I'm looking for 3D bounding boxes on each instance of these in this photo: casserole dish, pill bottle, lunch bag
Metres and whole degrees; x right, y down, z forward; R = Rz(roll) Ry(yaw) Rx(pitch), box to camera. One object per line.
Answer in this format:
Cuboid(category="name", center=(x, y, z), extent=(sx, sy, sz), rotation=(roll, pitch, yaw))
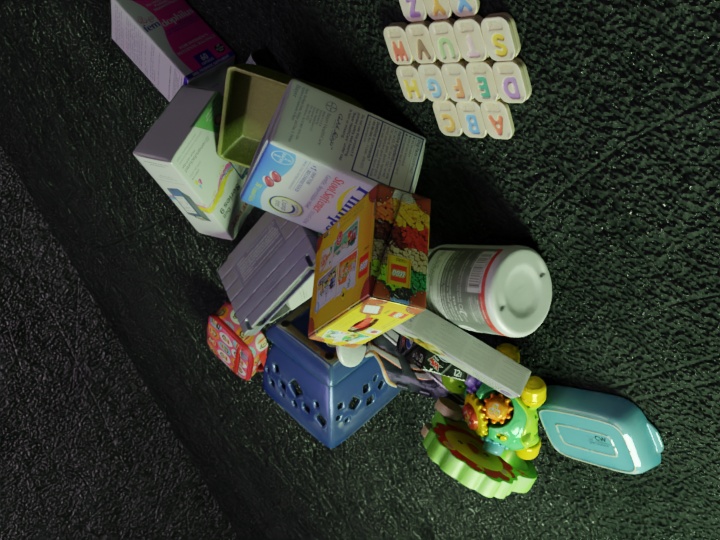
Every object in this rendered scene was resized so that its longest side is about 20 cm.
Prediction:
Cuboid(category="casserole dish", center=(0.322, 0.224, 1.109), extent=(0.199, 0.039, 0.122), rotation=(2, 124, 55))
Cuboid(category="pill bottle", center=(0.144, 0.022, 1.063), extent=(0.199, 0.114, 0.115), rotation=(4, 126, 55))
Cuboid(category="lunch bag", center=(-0.291, 0.182, 1.949), extent=(0.176, 0.082, 0.200), rotation=(41, 152, 12))

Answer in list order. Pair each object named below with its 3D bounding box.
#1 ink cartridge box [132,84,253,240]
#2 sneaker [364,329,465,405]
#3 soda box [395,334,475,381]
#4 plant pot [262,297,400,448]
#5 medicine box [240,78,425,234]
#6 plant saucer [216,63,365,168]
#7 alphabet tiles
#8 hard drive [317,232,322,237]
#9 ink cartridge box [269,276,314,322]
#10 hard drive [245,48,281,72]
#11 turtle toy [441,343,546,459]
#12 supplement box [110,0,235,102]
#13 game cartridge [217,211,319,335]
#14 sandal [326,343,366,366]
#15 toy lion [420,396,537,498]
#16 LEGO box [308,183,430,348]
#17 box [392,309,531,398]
Cuboid(category="ink cartridge box", center=(-0.241, -0.167, 1.263), extent=(0.087, 0.146, 0.201), rotation=(15, 153, 30))
Cuboid(category="sneaker", center=(0.094, 0.168, 1.314), extent=(0.200, 0.080, 0.078), rotation=(39, -167, 18))
Cuboid(category="soda box", center=(0.106, 0.108, 1.173), extent=(0.070, 0.064, 0.200), rotation=(16, 180, -8))
Cuboid(category="plant pot", center=(-0.050, 0.156, 1.432), extent=(0.199, 0.199, 0.181), rotation=(34, 141, 31))
Cuboid(category="medicine box", center=(-0.041, -0.136, 1.085), extent=(0.198, 0.104, 0.182), rotation=(22, 155, -12))
Cuboid(category="plant saucer", center=(-0.099, -0.211, 1.155), extent=(0.198, 0.048, 0.200), rotation=(17, 147, -5))
Cuboid(category="alphabet tiles", center=(0.107, -0.242, 0.921), extent=(0.199, 0.015, 0.197), rotation=(15, 135, 49))
Cuboid(category="hard drive", center=(0.000, 0.000, 1.243), extent=(0.201, 0.134, 0.042), rotation=(67, 169, -22))
Cuboid(category="ink cartridge box", center=(-0.105, -0.017, 1.290), extent=(0.117, 0.199, 0.068), rotation=(36, 151, 37))
Cuboid(category="hard drive", center=(-0.153, -0.249, 1.284), extent=(0.140, 0.033, 0.200), rotation=(54, 152, -2))
Cuboid(category="turtle toy", center=(0.191, 0.186, 1.171), extent=(0.200, 0.100, 0.147), rotation=(-123, 24, -51))
Cuboid(category="supplement box", center=(-0.309, -0.368, 1.309), extent=(0.200, 0.101, 0.104), rotation=(46, 151, 11))
Cuboid(category="game cartridge", center=(-0.136, -0.010, 1.210), extent=(0.200, 0.038, 0.130), rotation=(-44, 56, 32))
Cuboid(category="sandal", center=(-0.036, 0.067, 1.332), extent=(0.059, 0.209, 0.079), rotation=(-20, 148, 27))
Cuboid(category="toy lion", center=(0.180, 0.277, 1.188), extent=(0.199, 0.069, 0.192), rotation=(26, -168, -15))
Cuboid(category="LEGO box", center=(0.008, 0.001, 1.032), extent=(0.076, 0.151, 0.200), rotation=(13, 157, -21))
Cuboid(category="box", center=(0.127, 0.101, 1.050), extent=(0.199, 0.042, 0.039), rotation=(30, 164, -3))
